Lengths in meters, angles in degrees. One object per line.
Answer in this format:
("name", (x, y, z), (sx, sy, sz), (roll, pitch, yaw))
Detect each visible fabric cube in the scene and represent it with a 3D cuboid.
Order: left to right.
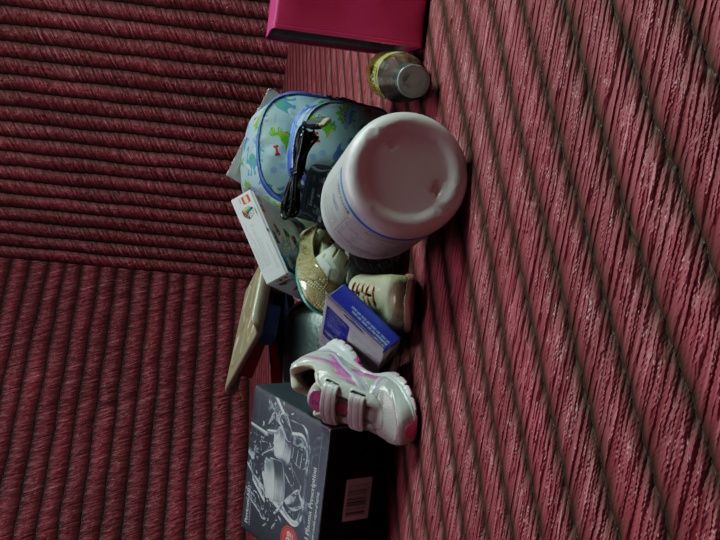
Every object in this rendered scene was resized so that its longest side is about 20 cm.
("fabric cube", (-0.017, -0.400, 1.554), (0.200, 0.196, 0.200), (-139, 55, -80))

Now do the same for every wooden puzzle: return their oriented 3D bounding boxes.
("wooden puzzle", (-0.145, 0.062, 1.708), (0.200, 0.046, 0.185), (115, 167, -50))

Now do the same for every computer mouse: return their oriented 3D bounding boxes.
("computer mouse", (-0.040, -0.125, 1.492), (0.200, 0.046, 0.141), (15, 95, 64))

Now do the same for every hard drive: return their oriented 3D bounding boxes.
("hard drive", (-0.048, 0.141, 1.637), (0.042, 0.135, 0.200), (46, -144, -55))

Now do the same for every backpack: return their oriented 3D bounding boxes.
("backpack", (-0.059, -0.164, 1.657), (0.147, 0.200, 0.183), (165, 112, -68))

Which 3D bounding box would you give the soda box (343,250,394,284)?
("soda box", (0.000, 0.000, 1.632), (0.200, 0.063, 0.069), (-158, 75, -82))

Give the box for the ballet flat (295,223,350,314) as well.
("ballet flat", (-0.047, -0.015, 1.533), (0.065, 0.070, 0.200), (-41, 25, 16))

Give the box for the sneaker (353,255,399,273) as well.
("sneaker", (0.026, -0.092, 1.503), (0.081, 0.074, 0.200), (101, 180, -83))

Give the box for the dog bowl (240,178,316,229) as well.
("dog bowl", (-0.079, -0.147, 1.781), (0.079, 0.200, 0.201), (161, 114, -77))

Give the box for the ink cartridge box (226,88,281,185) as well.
("ink cartridge box", (-0.108, -0.172, 1.869), (0.050, 0.200, 0.161), (7, 70, 61))

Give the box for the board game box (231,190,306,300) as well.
("board game box", (-0.101, -0.026, 1.591), (0.126, 0.035, 0.200), (66, -169, 17))

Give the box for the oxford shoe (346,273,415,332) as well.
("oxford shoe", (0.023, 0.037, 1.429), (0.200, 0.074, 0.071), (168, 108, -80))

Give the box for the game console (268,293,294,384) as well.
("game console", (-0.118, 0.110, 1.821), (0.200, 0.031, 0.177), (-89, -1, -53))

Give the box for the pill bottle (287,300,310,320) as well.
("pill bottle", (-0.055, 0.145, 1.738), (0.112, 0.112, 0.200), (108, 165, -54))

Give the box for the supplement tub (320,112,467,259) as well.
("supplement tub", (0.031, -0.087, 1.268), (0.200, 0.132, 0.132), (146, 129, -79))

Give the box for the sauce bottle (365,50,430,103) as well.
("sauce bottle", (0.048, -0.243, 1.466), (0.200, 0.066, 0.066), (-122, 38, -78))

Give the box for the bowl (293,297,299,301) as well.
("bowl", (-0.065, 0.007, 1.945), (0.201, 0.094, 0.201), (-174, 90, -81))

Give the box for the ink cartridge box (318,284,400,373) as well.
("ink cartridge box", (-0.002, 0.080, 1.440), (0.039, 0.099, 0.200), (-43, -11, -16))

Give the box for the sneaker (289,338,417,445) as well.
("sneaker", (-0.012, 0.153, 1.371), (0.200, 0.088, 0.082), (26, 124, 47))

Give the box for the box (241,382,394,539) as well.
("box", (-0.057, 0.262, 1.491), (0.182, 0.104, 0.200), (19, 106, 53))
